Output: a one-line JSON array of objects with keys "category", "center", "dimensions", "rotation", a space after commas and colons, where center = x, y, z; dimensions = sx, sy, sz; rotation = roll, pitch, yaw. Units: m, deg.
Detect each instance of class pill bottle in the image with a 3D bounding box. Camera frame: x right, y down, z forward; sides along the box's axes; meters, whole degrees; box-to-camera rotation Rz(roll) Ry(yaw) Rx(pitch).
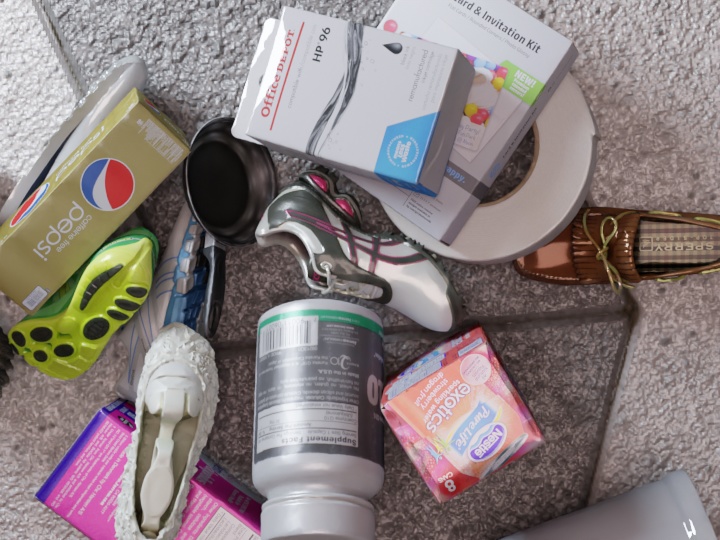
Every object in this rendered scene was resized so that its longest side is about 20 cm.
[{"category": "pill bottle", "center": [-0.036, 0.136, 1.201], "dimensions": [0.112, 0.113, 0.201], "rotation": [-1, 68, 2]}]

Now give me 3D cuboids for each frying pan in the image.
[{"category": "frying pan", "center": [-0.113, -0.039, 1.240], "dimensions": [0.031, 0.115, 0.191], "rotation": [-6, 89, 39]}]

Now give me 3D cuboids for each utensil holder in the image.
[{"category": "utensil holder", "center": [0.213, 0.284, 1.204], "dimensions": [0.199, 0.170, 0.171], "rotation": [-21, 91, 4]}]

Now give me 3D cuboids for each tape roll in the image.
[{"category": "tape roll", "center": [0.107, -0.106, 1.231], "dimensions": [0.202, 0.037, 0.204], "rotation": [-2, 84, 17]}]

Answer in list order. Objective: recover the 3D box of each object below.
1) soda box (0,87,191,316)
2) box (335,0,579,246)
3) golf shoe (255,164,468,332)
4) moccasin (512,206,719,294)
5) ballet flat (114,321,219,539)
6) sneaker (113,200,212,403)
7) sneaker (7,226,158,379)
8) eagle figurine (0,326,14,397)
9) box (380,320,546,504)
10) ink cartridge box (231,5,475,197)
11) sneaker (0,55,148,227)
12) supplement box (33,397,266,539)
[{"category": "soda box", "center": [-0.236, -0.060, 1.204], "dimensions": [0.200, 0.068, 0.064], "rotation": [-45, 111, 5]}, {"category": "box", "center": [0.067, -0.147, 1.207], "dimensions": [0.156, 0.041, 0.200], "rotation": [36, 94, 17]}, {"category": "golf shoe", "center": [0.000, 0.000, 1.228], "dimensions": [0.200, 0.077, 0.088], "rotation": [37, 58, 13]}, {"category": "moccasin", "center": [0.233, -0.017, 1.233], "dimensions": [0.200, 0.078, 0.074], "rotation": [4, 93, 5]}, {"category": "ballet flat", "center": [-0.158, 0.140, 1.170], "dimensions": [0.071, 0.072, 0.201], "rotation": [8, 79, 2]}, {"category": "sneaker", "center": [-0.180, 0.028, 1.261], "dimensions": [0.086, 0.075, 0.201], "rotation": [10, 86, 20]}, {"category": "sneaker", "center": [-0.237, 0.031, 1.243], "dimensions": [0.074, 0.084, 0.200], "rotation": [45, 127, -15]}, {"category": "eagle figurine", "center": [-0.405, 0.039, 1.220], "dimensions": [0.199, 0.152, 0.152], "rotation": [7, 116, 34]}, {"category": "box", "center": [0.083, 0.114, 1.185], "dimensions": [0.102, 0.200, 0.095], "rotation": [-31, 91, 3]}, {"category": "ink cartridge box", "center": [-0.018, -0.146, 1.177], "dimensions": [0.199, 0.068, 0.117], "rotation": [17, 89, 19]}, {"category": "sneaker", "center": [-0.241, -0.100, 1.261], "dimensions": [0.080, 0.076, 0.200], "rotation": [35, 100, -8]}, {"category": "supplement box", "center": [-0.171, 0.213, 1.250], "dimensions": [0.200, 0.101, 0.104], "rotation": [38, 93, 0]}]
